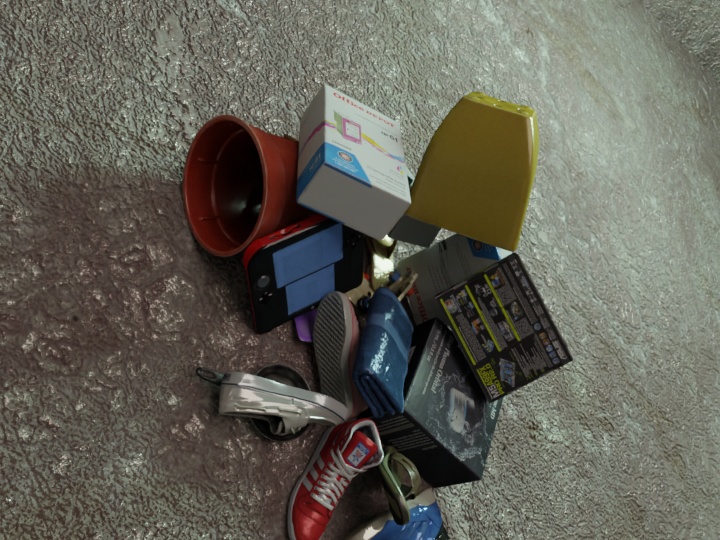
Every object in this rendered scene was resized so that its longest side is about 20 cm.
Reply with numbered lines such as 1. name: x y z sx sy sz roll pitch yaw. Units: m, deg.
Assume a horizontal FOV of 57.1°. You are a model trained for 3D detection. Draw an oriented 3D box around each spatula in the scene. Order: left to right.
1. spatula: -0.091 0.024 1.111 0.056 0.020 0.204 9 64 -36

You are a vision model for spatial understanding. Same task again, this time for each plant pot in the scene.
1. plant pot: -0.141 -0.127 1.036 0.193 0.199 0.204 -5 72 -50
2. plant pot: 0.202 -0.179 1.093 0.191 0.203 0.196 19 22 11

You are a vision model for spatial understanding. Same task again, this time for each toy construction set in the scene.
1. toy construction set: 0.000 0.000 1.157 0.199 0.092 0.132 37 55 -7

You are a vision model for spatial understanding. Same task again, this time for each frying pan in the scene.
1. frying pan: -0.151 0.197 0.970 0.187 0.031 0.117 2 68 -36

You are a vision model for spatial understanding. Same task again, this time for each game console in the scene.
1. game console: -0.080 -0.002 1.006 0.197 0.179 0.031 -25 46 -23

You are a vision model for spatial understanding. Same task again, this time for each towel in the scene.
1. towel: 0.041 0.124 1.050 0.113 0.048 0.202 59 29 -29

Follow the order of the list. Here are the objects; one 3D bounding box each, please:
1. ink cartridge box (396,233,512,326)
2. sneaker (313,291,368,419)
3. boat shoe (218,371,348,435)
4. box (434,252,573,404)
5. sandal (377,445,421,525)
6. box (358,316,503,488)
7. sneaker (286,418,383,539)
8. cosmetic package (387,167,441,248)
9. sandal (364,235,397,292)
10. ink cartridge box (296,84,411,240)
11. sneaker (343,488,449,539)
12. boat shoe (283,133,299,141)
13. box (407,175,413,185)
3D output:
1. ink cartridge box: 0.185 0.015 1.223 0.085 0.198 0.149 -5 72 -57
2. sneaker: -0.015 0.134 1.072 0.104 0.074 0.205 -2 88 -49
3. boat shoe: -0.108 0.201 0.942 0.198 0.072 0.067 24 61 -29
4. box: 0.238 0.095 1.113 0.202 0.158 0.044 61 8 3
5. sandal: 0.062 0.311 1.007 0.201 0.056 0.081 -71 144 -83
6. box: 0.131 0.227 1.141 0.200 0.117 0.198 43 48 -18
7. sneaker: -0.034 0.303 0.964 0.071 0.112 0.202 39 50 -18
8. cosmetic package: 0.065 -0.136 1.227 0.100 0.072 0.201 13 31 -35
9. sandal: 0.049 -0.056 1.237 0.077 0.069 0.216 16 60 -34
10. ink cartridge box: -0.013 -0.163 0.973 0.143 0.085 0.202 22 39 -24
11. sneaker: 0.065 0.423 1.016 0.198 0.077 0.113 -7 65 -49
12. boat shoe: -0.069 -0.162 1.179 0.198 0.071 0.070 36 5 1
13. box: -0.001 -0.188 1.171 0.082 0.199 0.050 32 93 -44
